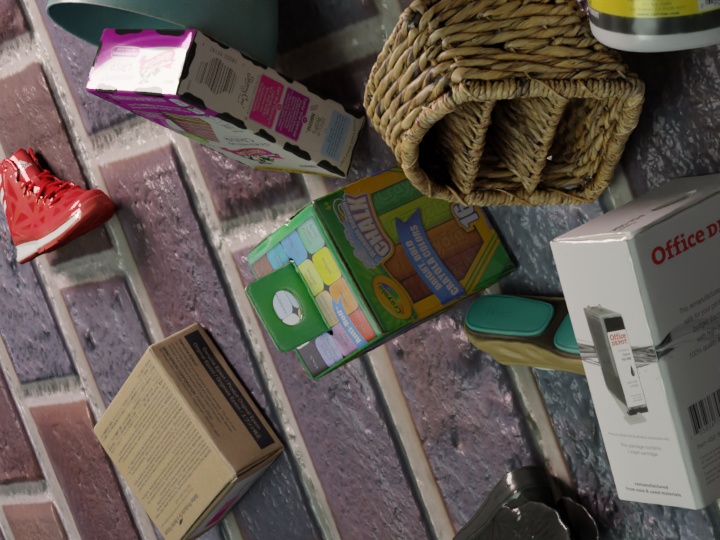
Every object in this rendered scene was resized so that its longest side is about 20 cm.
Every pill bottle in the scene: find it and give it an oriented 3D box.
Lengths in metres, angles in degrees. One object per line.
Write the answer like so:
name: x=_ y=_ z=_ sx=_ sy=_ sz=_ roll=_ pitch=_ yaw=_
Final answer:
pill bottle: x=0.197 y=-0.253 z=1.201 sx=0.114 sy=0.114 sz=0.201 roll=16 pitch=122 yaw=45

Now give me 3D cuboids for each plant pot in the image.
plant pot: x=-0.155 y=-0.256 z=1.589 sx=0.200 sy=0.200 sz=0.135 roll=6 pitch=79 yaw=48

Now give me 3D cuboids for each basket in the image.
basket: x=0.097 y=-0.110 z=1.336 sx=0.149 sy=0.142 sz=0.200 roll=54 pitch=164 yaw=14

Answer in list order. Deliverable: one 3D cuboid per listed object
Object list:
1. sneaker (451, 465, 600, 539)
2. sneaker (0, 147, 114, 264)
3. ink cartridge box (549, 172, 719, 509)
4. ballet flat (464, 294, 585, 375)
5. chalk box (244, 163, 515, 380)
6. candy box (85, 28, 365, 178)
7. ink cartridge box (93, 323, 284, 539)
sneaker: x=0.137 y=0.245 z=1.587 sx=0.200 sy=0.060 sz=0.104 roll=-64 pitch=39 yaw=43
sneaker: x=-0.342 y=-0.081 z=1.983 sx=0.200 sy=0.078 sz=0.116 roll=-23 pitch=94 yaw=52
ink cartridge box: x=0.231 y=0.046 z=1.306 sx=0.083 sy=0.146 sz=0.201 roll=-1 pitch=109 yaw=52
ballet flat: x=0.168 y=0.054 z=1.472 sx=0.200 sy=0.069 sz=0.063 roll=9 pitch=145 yaw=50
chalk box: x=0.000 y=0.000 z=1.513 sx=0.124 sy=0.200 sz=0.125 roll=-34 pitch=84 yaw=53
candy box: x=-0.114 y=-0.141 z=1.577 sx=0.136 sy=0.200 sz=0.061 roll=9 pitch=80 yaw=48
ink cartridge box: x=-0.183 y=0.177 z=1.942 sx=0.165 sy=0.075 sz=0.200 roll=54 pitch=141 yaw=11
